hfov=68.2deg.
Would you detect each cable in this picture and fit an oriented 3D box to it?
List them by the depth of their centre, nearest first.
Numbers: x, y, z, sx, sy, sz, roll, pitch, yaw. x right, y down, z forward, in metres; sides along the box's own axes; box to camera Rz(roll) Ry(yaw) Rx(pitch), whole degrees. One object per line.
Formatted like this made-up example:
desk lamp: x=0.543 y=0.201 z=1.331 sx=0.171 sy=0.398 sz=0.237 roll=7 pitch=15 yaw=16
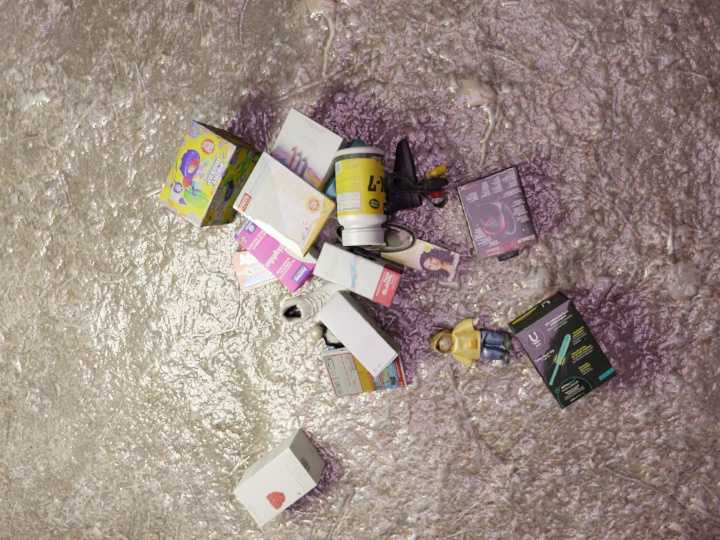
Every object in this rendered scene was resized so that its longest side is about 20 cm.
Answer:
cable: x=0.138 y=-0.191 z=1.237 sx=0.195 sy=0.050 sz=0.100 roll=-10 pitch=112 yaw=-25

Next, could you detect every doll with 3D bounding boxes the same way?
doll: x=-0.036 y=0.173 z=1.350 sx=0.193 sy=0.048 sz=0.141 roll=8 pitch=100 yaw=7

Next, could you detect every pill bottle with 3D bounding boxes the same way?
pill bottle: x=0.002 y=-0.160 z=1.172 sx=0.110 sy=0.114 sz=0.207 roll=-2 pitch=92 yaw=8

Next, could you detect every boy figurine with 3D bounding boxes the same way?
boy figurine: x=0.267 y=0.175 z=1.303 sx=0.193 sy=0.064 sz=0.129 roll=7 pitch=101 yaw=4

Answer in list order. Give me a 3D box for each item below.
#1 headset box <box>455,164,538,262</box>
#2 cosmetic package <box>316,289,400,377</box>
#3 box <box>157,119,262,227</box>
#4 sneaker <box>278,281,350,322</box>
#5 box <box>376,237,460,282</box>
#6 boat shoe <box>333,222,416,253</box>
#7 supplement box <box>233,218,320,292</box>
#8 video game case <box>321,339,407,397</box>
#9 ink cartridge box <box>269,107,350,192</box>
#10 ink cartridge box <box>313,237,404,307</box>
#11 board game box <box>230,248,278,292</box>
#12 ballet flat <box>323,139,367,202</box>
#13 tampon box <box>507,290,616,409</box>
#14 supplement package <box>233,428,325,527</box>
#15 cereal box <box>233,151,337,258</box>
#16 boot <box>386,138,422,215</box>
headset box: x=0.321 y=-0.124 z=1.250 sx=0.145 sy=0.075 sz=0.206 roll=-18 pitch=94 yaw=10
cosmetic package: x=-0.003 y=0.143 z=1.244 sx=0.081 sy=0.113 sz=0.200 roll=-44 pitch=85 yaw=5
box: x=-0.351 y=-0.226 z=1.270 sx=0.120 sy=0.193 sz=0.204 roll=29 pitch=100 yaw=3
sneaker: x=-0.115 y=0.088 z=1.324 sx=0.196 sy=0.099 sz=0.080 roll=-25 pitch=94 yaw=10
box: x=0.141 y=-0.041 z=1.299 sx=0.194 sy=0.050 sz=0.077 roll=19 pitch=99 yaw=6
boat shoe: x=0.033 y=-0.080 z=1.253 sx=0.195 sy=0.060 sz=0.075 roll=8 pitch=97 yaw=10
supplement box: x=-0.195 y=-0.056 z=1.298 sx=0.199 sy=0.103 sz=0.102 roll=41 pitch=99 yaw=-1
video game case: x=0.011 y=0.249 z=1.341 sx=0.194 sy=0.018 sz=0.146 roll=-10 pitch=120 yaw=9
ink cartridge box: x=-0.132 y=-0.250 z=1.261 sx=0.142 sy=0.145 sz=0.204 roll=30 pitch=101 yaw=3
ink cartridge box: x=0.000 y=0.000 z=1.274 sx=0.195 sy=0.146 sz=0.085 roll=23 pitch=100 yaw=4
board game box: x=-0.231 y=-0.025 z=1.367 sx=0.195 sy=0.019 sz=0.106 roll=-19 pitch=93 yaw=10
ballet flat: x=-0.032 y=-0.209 z=1.248 sx=0.069 sy=0.067 sz=0.204 roll=27 pitch=88 yaw=17
tampon box: x=0.465 y=0.180 z=1.243 sx=0.148 sy=0.126 sz=0.203 roll=-33 pitch=91 yaw=10
supplement package: x=-0.208 y=0.537 z=1.384 sx=0.199 sy=0.120 sz=0.122 roll=-39 pitch=92 yaw=11
cereal box: x=-0.168 y=-0.146 z=1.186 sx=0.198 sy=0.040 sz=0.146 roll=36 pitch=101 yaw=2
boot: x=0.038 y=-0.212 z=1.290 sx=0.194 sy=0.065 sz=0.170 roll=-12 pitch=88 yaw=17
